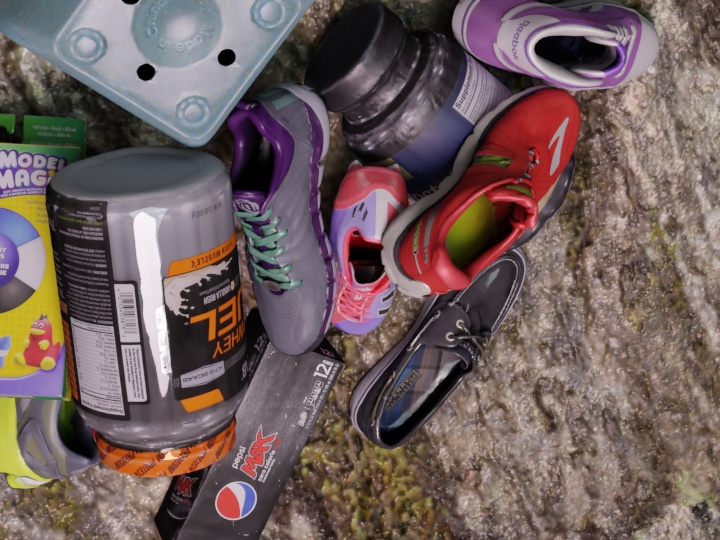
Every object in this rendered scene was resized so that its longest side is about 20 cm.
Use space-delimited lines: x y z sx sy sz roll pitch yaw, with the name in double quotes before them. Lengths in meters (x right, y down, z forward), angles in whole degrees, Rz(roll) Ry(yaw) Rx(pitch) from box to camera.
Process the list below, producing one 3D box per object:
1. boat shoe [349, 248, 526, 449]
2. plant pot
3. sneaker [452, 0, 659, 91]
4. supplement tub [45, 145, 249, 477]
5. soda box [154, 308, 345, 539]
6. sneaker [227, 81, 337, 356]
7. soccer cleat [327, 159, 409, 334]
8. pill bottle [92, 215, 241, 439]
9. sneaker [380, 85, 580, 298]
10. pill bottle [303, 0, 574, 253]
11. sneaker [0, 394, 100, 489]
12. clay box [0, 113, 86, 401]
"boat shoe" 0.068 0.062 1.385 0.200 0.066 0.070 -47 117 3
"plant pot" -0.129 -0.193 1.129 0.195 0.200 0.197 31 109 -27
"sneaker" 0.175 -0.161 1.289 0.200 0.114 0.073 -2 111 -39
"supplement tub" -0.138 0.027 1.148 0.122 0.123 0.201 -10 112 -15
"soda box" -0.091 0.137 1.363 0.071 0.063 0.201 21 102 -24
"sneaker" -0.068 -0.031 1.224 0.087 0.074 0.201 -23 114 -56
"soccer cleat" 0.000 0.000 1.293 0.066 0.077 0.200 6 144 -5
"pill bottle" -0.148 0.031 1.275 0.113 0.114 0.201 0 110 -19
"sneaker" 0.102 -0.051 1.206 0.200 0.085 0.077 -50 116 -22
"pill bottle" 0.058 -0.108 1.290 0.200 0.112 0.112 36 96 -27
"sneaker" -0.224 0.056 1.239 0.074 0.081 0.201 -16 99 -60
"clay box" -0.252 -0.014 1.188 0.114 0.048 0.201 3 83 -2
